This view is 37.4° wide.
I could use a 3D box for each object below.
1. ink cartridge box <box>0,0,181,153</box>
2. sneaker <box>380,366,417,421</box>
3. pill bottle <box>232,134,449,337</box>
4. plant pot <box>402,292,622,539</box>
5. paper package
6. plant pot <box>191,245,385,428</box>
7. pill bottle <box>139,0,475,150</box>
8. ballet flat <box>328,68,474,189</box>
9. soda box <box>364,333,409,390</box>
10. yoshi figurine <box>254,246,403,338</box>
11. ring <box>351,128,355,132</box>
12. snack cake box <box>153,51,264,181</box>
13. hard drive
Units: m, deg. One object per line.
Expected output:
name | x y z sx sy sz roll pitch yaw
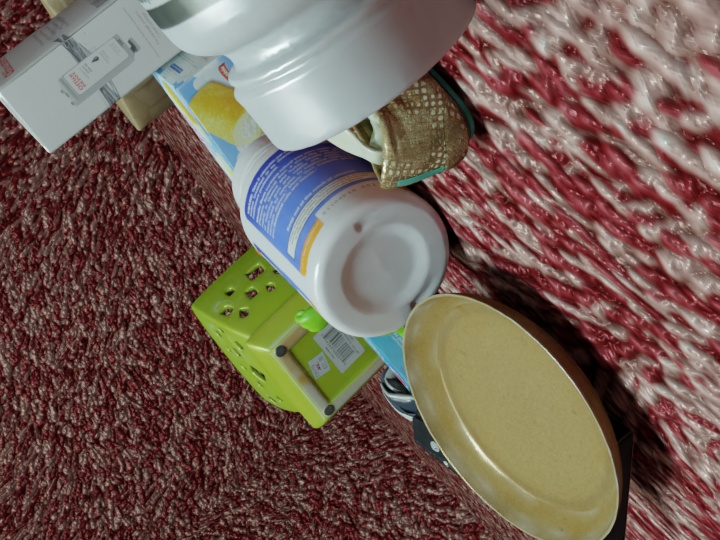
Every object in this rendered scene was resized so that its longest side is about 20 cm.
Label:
ink cartridge box | -0.275 -0.223 1.087 0.083 0.200 0.146 54 173 -29
sneaker | 0.061 0.127 1.227 0.146 0.077 0.202 42 170 -36
pill bottle | -0.026 -0.040 0.820 0.112 0.112 0.200 55 172 -36
plant pot | 0.106 0.099 0.734 0.200 0.027 0.201 38 146 32
paper package | -0.293 -0.287 1.286 0.191 0.103 0.200 52 174 1
plant pot | -0.071 0.074 1.407 0.181 0.199 0.200 28 157 55
pill bottle | -0.049 -0.150 0.373 0.200 0.114 0.114 53 173 -22
ballet flat | -0.025 -0.121 0.559 0.200 0.065 0.071 48 162 18
soda box | 0.041 0.060 1.097 0.200 0.068 0.064 48 174 18
yoshi figurine | -0.010 0.005 1.003 0.200 0.112 0.112 41 -162 -23
ring | -0.034 -0.146 0.695 0.201 0.019 0.200 49 173 8
snack cake box | -0.128 -0.144 1.116 0.200 0.067 0.115 55 171 -32
hard drive | 0.116 0.126 0.810 0.200 0.038 0.140 33 143 41
